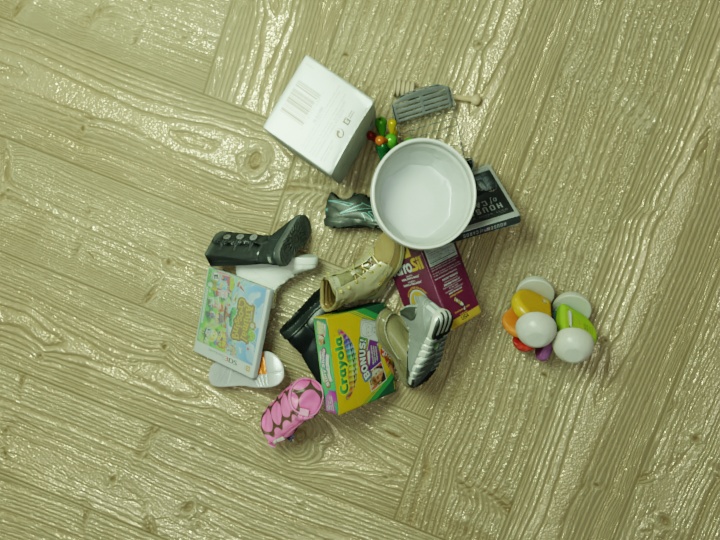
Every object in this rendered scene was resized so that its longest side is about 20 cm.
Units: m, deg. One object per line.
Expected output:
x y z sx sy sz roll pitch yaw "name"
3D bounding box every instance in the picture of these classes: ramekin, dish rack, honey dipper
0.111 -0.138 1.076 0.195 0.105 0.206 0 88 -5 "ramekin"
0.152 -0.293 1.227 0.150 0.055 0.204 -15 104 5 "dish rack"
0.169 -0.389 1.243 0.195 0.038 0.039 8 94 1 "honey dipper"

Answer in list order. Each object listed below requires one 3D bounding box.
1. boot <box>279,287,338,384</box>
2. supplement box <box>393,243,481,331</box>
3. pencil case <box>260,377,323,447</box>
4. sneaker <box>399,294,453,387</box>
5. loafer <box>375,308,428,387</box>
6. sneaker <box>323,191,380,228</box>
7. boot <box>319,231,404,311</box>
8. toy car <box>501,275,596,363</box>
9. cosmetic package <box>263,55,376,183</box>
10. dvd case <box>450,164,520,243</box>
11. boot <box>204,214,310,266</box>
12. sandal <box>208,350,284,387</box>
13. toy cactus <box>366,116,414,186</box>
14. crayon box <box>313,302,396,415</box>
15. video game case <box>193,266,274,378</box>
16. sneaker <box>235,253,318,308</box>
-0.064 0.135 1.272 0.200 0.076 0.169 -44 110 -17 "boot"
0.152 0.023 1.209 0.102 0.130 0.204 -23 92 -33 "supplement box"
-0.151 0.310 1.230 0.089 0.095 0.201 29 138 -9 "pencil case"
0.118 0.137 1.176 0.115 0.074 0.203 43 128 37 "sneaker"
0.099 0.170 1.243 0.076 0.067 0.203 -45 117 -37 "loafer"
0.015 -0.131 1.248 0.195 0.075 0.081 2 92 2 "sneaker"
0.000 0.000 1.173 0.073 0.153 0.202 54 139 26 "boot"
0.400 0.126 1.218 0.196 0.176 0.152 22 129 1 "toy car"
-0.075 -0.304 1.177 0.164 0.200 0.169 33 95 1 "cosmetic package"
0.232 -0.144 1.187 0.147 0.202 0.025 -16 130 4 "dvd case"
-0.227 -0.068 1.260 0.196 0.166 0.067 -2 121 25 "boot"
-0.254 0.229 1.299 0.202 0.059 0.081 -7 77 24 "sandal"
0.066 -0.217 1.200 0.102 0.165 0.202 -34 85 -38 "toy cactus"
-0.010 0.185 1.227 0.058 0.170 0.205 -3 96 47 "crayon box"
-0.286 0.114 1.264 0.179 0.022 0.205 17 100 25 "video game case"
-0.183 0.025 1.274 0.195 0.074 0.119 -5 95 13 "sneaker"
